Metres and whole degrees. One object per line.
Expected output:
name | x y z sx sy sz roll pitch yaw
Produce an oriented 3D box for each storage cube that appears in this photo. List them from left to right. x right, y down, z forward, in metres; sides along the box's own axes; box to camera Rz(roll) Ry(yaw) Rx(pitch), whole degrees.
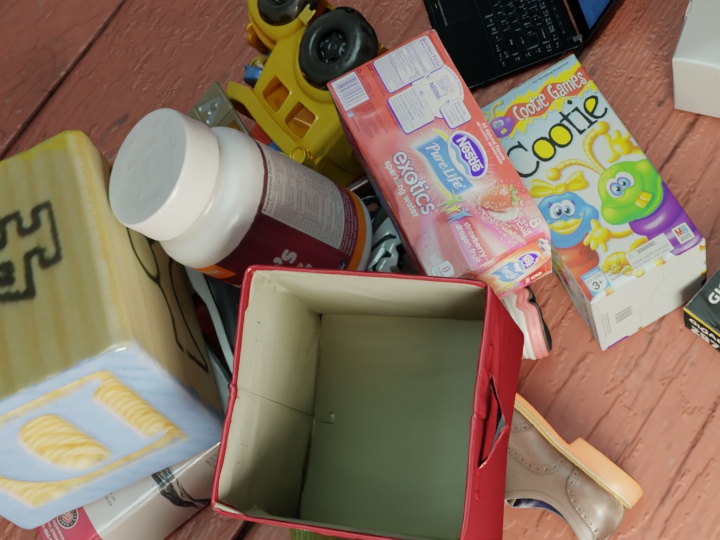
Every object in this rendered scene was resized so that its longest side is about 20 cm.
storage cube | 0.016 0.104 0.890 0.197 0.180 0.174 4 78 16

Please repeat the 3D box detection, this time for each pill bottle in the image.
pill bottle | -0.090 -0.044 0.968 0.109 0.199 0.111 -19 61 37

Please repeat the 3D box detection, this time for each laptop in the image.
laptop | 0.147 -0.290 1.148 0.197 0.103 0.179 -19 62 8

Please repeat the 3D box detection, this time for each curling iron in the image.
curling iron | 0.057 -0.095 1.133 0.199 0.026 0.050 -35 89 -6

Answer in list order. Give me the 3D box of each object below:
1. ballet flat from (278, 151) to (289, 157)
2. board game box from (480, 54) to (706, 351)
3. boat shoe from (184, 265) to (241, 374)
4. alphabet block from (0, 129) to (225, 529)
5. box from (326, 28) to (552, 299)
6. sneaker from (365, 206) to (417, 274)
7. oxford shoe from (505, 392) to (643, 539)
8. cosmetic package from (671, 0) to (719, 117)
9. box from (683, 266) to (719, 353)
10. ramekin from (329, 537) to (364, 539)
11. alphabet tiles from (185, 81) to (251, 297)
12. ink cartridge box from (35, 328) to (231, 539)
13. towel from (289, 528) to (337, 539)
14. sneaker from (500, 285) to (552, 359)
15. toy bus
ballet flat | -0.141 -0.066 1.098 0.199 0.066 0.068 -36 55 30
board game box | 0.188 -0.057 1.028 0.102 0.105 0.201 -30 62 2
boat shoe | -0.091 0.049 1.051 0.060 0.074 0.202 -26 74 0
alphabet block | -0.240 0.050 0.969 0.194 0.196 0.202 -23 58 5
box | 0.064 -0.074 0.992 0.102 0.095 0.202 -28 67 -1
sneaker | 0.000 0.000 1.064 0.089 0.067 0.202 10 65 22
oxford shoe | 0.120 0.141 0.980 0.199 0.071 0.073 34 83 27
cosmetic package | 0.369 -0.178 1.037 0.198 0.085 0.109 17 72 24
box | 0.376 0.011 0.971 0.200 0.049 0.159 -46 63 -6
ramekin | -0.017 0.288 0.888 0.097 0.200 0.201 34 79 34
alphabet tiles | -0.133 -0.040 1.130 0.167 0.008 0.201 -44 67 25
ink cartridge box | -0.192 0.146 1.066 0.199 0.084 0.145 -38 61 -1
towel | 0.002 0.138 1.045 0.142 0.023 0.203 -14 62 12
sneaker | 0.088 -0.005 1.054 0.086 0.074 0.202 -25 62 7
toy bus | -0.056 -0.159 1.150 0.192 0.135 0.200 -48 60 11
